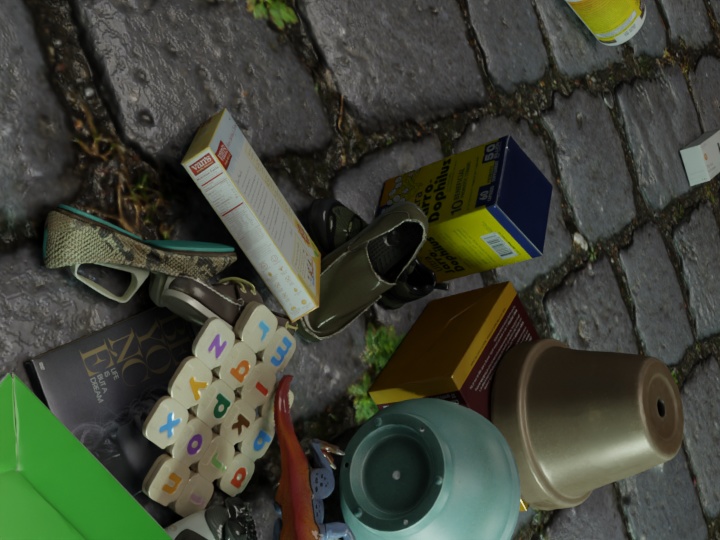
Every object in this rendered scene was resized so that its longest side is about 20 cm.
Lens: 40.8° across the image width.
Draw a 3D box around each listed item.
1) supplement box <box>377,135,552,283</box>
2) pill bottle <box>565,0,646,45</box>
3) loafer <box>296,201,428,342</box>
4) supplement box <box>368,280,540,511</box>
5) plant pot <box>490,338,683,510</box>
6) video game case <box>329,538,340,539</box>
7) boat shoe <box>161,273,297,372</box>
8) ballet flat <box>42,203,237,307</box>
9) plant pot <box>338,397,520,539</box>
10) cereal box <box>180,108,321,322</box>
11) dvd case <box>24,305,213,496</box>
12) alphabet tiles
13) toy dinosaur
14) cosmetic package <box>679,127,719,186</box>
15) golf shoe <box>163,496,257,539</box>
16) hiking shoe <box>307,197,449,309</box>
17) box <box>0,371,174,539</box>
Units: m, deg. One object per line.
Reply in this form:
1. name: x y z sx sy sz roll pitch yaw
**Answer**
1. supplement box: 0.126 -0.069 1.215 0.109 0.198 0.111 40 50 -34
2. pill bottle: 0.443 -0.519 1.803 0.199 0.108 0.111 34 54 -39
3. loafer: 0.000 0.000 1.080 0.075 0.070 0.200 43 88 -10
4. supplement box: 0.146 0.162 1.219 0.202 0.131 0.198 59 42 -18
5. plant pot: 0.274 0.172 1.129 0.198 0.173 0.205 17 67 -44
6. video game case: -0.022 0.389 1.001 0.201 0.023 0.185 53 42 -45
7. boat shoe: -0.123 0.041 0.952 0.060 0.071 0.200 -65 147 -12
8. ballet flat: -0.210 -0.006 0.916 0.198 0.067 0.077 14 90 -41
9. plant pot: 0.057 0.223 1.016 0.134 0.196 0.205 41 48 -58
10. cereal box: -0.108 -0.061 1.015 0.202 0.039 0.144 57 12 -20
11. dvd case: -0.204 0.120 0.909 0.199 0.016 0.152 -25 98 -51
12. alphabet tiles: -0.130 0.133 0.915 0.202 0.014 0.196 -60 149 -16
13. toy dinosaur: -0.068 0.236 0.910 0.202 0.104 0.182 59 14 -13
14. cosmetic package: 0.778 -0.258 2.164 0.199 0.050 0.084 -30 100 -50
15. golf shoe: -0.133 0.304 0.903 0.078 0.092 0.204 -113 -166 -68
16. hiking shoe: 0.023 -0.030 1.159 0.199 0.099 0.077 38 51 -36
17. box: -0.255 0.185 0.704 0.201 0.174 0.097 54 44 -23
